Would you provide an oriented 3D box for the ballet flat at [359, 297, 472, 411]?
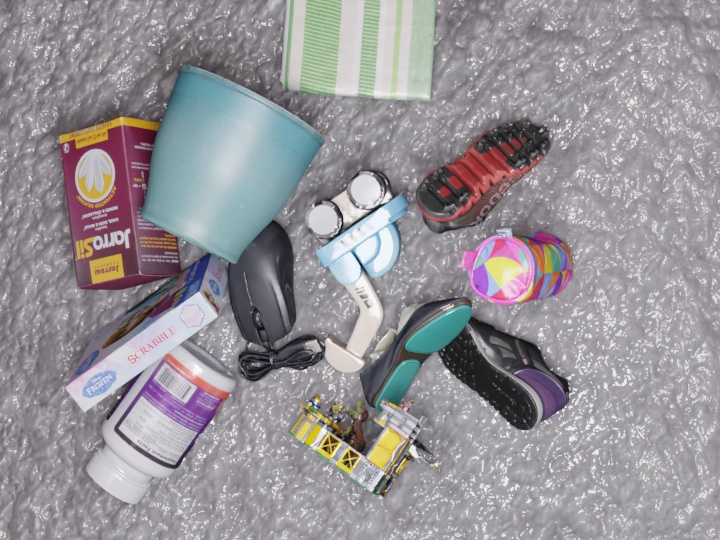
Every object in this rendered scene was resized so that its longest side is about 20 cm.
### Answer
[{"bbox_3d":[0.060,0.086,1.618,0.073,0.073,0.201,42,121,10],"label":"ballet flat"}]

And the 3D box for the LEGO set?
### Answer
[{"bbox_3d":[0.008,0.188,1.585,0.153,0.200,0.116,33,84,23],"label":"LEGO set"}]

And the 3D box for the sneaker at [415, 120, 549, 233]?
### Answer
[{"bbox_3d":[0.150,-0.112,1.641,0.200,0.098,0.071,-35,68,-18],"label":"sneaker"}]

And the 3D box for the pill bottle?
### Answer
[{"bbox_3d":[-0.254,0.188,1.663,0.111,0.111,0.201,37,92,10],"label":"pill bottle"}]

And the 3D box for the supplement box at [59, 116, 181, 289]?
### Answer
[{"bbox_3d":[-0.306,-0.083,1.689,0.109,0.085,0.202,-12,83,30],"label":"supplement box"}]

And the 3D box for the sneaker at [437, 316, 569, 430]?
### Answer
[{"bbox_3d":[0.172,0.110,1.629,0.200,0.087,0.076,47,137,27],"label":"sneaker"}]

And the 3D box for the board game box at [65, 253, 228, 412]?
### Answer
[{"bbox_3d":[-0.257,0.070,1.625,0.199,0.200,0.041,-36,103,6],"label":"board game box"}]

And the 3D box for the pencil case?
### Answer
[{"bbox_3d":[0.189,-0.005,1.560,0.087,0.200,0.089,0,90,24],"label":"pencil case"}]

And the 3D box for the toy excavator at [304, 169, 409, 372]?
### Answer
[{"bbox_3d":[0.000,0.000,1.651,0.194,0.100,0.201,-34,90,7],"label":"toy excavator"}]

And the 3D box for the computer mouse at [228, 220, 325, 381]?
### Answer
[{"bbox_3d":[-0.122,0.031,1.665,0.137,0.053,0.202,-16,79,33],"label":"computer mouse"}]

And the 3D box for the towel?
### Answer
[{"bbox_3d":[-0.002,-0.298,1.703,0.198,0.023,0.154,4,87,8],"label":"towel"}]

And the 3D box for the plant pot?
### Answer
[{"bbox_3d":[-0.172,-0.119,1.621,0.199,0.200,0.189,26,87,10],"label":"plant pot"}]
